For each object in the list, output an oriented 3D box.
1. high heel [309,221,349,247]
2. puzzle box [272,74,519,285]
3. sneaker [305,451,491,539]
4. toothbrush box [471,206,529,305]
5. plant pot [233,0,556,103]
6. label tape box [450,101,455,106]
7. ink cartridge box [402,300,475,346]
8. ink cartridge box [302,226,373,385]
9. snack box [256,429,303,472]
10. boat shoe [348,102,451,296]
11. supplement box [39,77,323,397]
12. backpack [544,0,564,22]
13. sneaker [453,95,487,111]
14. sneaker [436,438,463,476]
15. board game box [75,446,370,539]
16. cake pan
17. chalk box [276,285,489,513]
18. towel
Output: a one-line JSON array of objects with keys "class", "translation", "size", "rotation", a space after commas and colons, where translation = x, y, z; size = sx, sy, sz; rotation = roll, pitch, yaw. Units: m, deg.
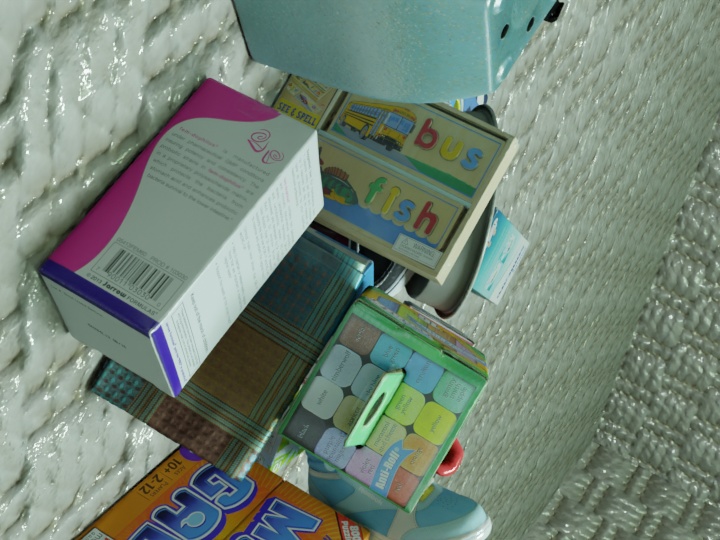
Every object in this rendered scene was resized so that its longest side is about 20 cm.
[{"class": "high heel", "translation": [0.000, 0.000, 1.337], "size": [0.068, 0.096, 0.200], "rotation": [-62, 161, 0]}, {"class": "puzzle box", "translation": [0.012, -0.090, 1.088], "size": [0.133, 0.199, 0.025], "rotation": [-61, 161, -8]}, {"class": "sneaker", "translation": [0.024, 0.188, 1.238], "size": [0.079, 0.199, 0.131], "rotation": [-35, 121, -49]}, {"class": "toothbrush box", "translation": [0.085, -0.042, 1.428], "size": [0.086, 0.146, 0.200], "rotation": [-63, 162, 1]}, {"class": "plant pot", "translation": [0.038, -0.235, 0.958], "size": [0.196, 0.199, 0.197], "rotation": [-55, 160, -18]}, {"class": "label tape box", "translation": [0.026, -0.154, 1.245], "size": [0.200, 0.066, 0.144], "rotation": [-43, 155, -48]}, {"class": "ink cartridge box", "translation": [0.034, 0.139, 1.400], "size": [0.201, 0.084, 0.176], "rotation": [-60, 180, 1]}, {"class": "ink cartridge box", "translation": [-0.052, 0.046, 1.235], "size": [0.068, 0.116, 0.200], "rotation": [-51, 158, -28]}, {"class": "snack box", "translation": [-0.049, 0.119, 1.438], "size": [0.200, 0.053, 0.143], "rotation": [-30, 145, -59]}, {"class": "boat shoe", "translation": [0.026, -0.060, 1.170], "size": [0.068, 0.072, 0.201], "rotation": [-27, 141, -60]}, {"class": "supplement box", "translation": [-0.123, -0.027, 0.974], "size": [0.200, 0.101, 0.104], "rotation": [-53, 159, -24]}, {"class": "backpack", "translation": [0.130, -0.326, 1.147], "size": [0.178, 0.150, 0.200], "rotation": [-60, 168, -15]}, {"class": "sneaker", "translation": [0.099, -0.159, 1.419], "size": [0.082, 0.074, 0.200], "rotation": [-56, 163, -28]}, {"class": "sneaker", "translation": [0.060, 0.118, 1.272], "size": [0.077, 0.085, 0.201], "rotation": [-43, 136, -26]}, {"class": "board game box", "translation": [-0.140, 0.317, 1.245], "size": [0.200, 0.199, 0.201], "rotation": [-40, 151, -47]}, {"class": "cake pan", "translation": [0.079, -0.057, 1.226], "size": [0.200, 0.037, 0.201], "rotation": [-170, -90, -79]}, {"class": "chalk box", "translation": [0.021, 0.100, 1.057], "size": [0.125, 0.124, 0.200], "rotation": [-59, 179, 6]}, {"class": "towel", "translation": [-0.103, 0.045, 1.060], "size": [0.201, 0.146, 0.022], "rotation": [-59, 177, -6]}]
